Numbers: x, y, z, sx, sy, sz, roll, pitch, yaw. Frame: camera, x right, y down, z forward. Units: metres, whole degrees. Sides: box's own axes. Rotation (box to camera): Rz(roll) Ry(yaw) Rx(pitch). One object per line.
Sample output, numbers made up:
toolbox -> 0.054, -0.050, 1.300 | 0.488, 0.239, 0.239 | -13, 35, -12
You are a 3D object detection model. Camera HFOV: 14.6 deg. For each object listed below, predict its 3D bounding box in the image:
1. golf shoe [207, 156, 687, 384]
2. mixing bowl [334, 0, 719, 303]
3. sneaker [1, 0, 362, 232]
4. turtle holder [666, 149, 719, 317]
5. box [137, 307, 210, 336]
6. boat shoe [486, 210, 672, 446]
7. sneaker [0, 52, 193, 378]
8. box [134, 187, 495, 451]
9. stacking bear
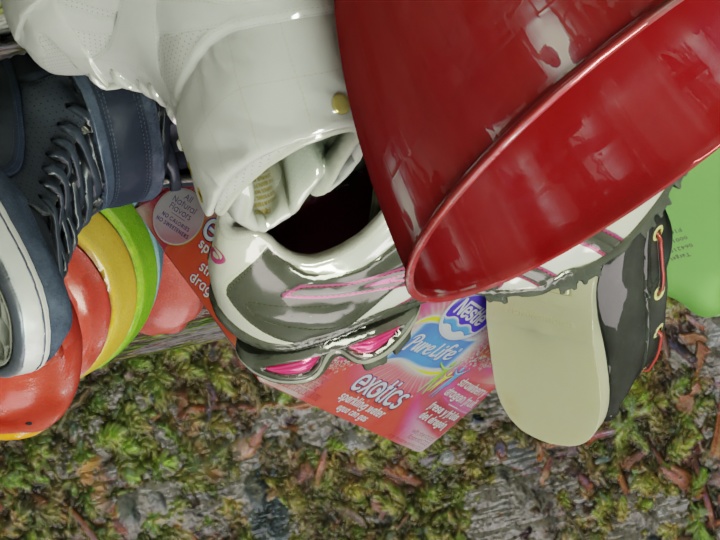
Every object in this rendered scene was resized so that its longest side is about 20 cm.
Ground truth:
golf shoe -> 0.037, -0.028, 1.032 | 0.200, 0.077, 0.088 | -28, 150, -8
mixing bowl -> 0.067, -0.093, 0.878 | 0.200, 0.109, 0.200 | -34, 167, -9
sneaker -> -0.063, -0.065, 0.983 | 0.073, 0.116, 0.200 | -13, 178, -28
turtle holder -> 0.137, -0.063, 1.254 | 0.185, 0.132, 0.141 | 28, 138, -19
box -> -0.117, -0.017, 1.533 | 0.199, 0.100, 0.075 | -16, 175, 27
boat shoe -> 0.091, -0.020, 1.169 | 0.074, 0.202, 0.063 | 21, -135, 26
sneaker -> -0.103, -0.036, 1.074 | 0.146, 0.077, 0.202 | -10, -147, -19
box -> 0.000, 0.000, 1.228 | 0.095, 0.100, 0.200 | -40, 157, 8
stacking bear -> -0.149, 0.011, 1.286 | 0.121, 0.114, 0.200 | 2, -159, 8
